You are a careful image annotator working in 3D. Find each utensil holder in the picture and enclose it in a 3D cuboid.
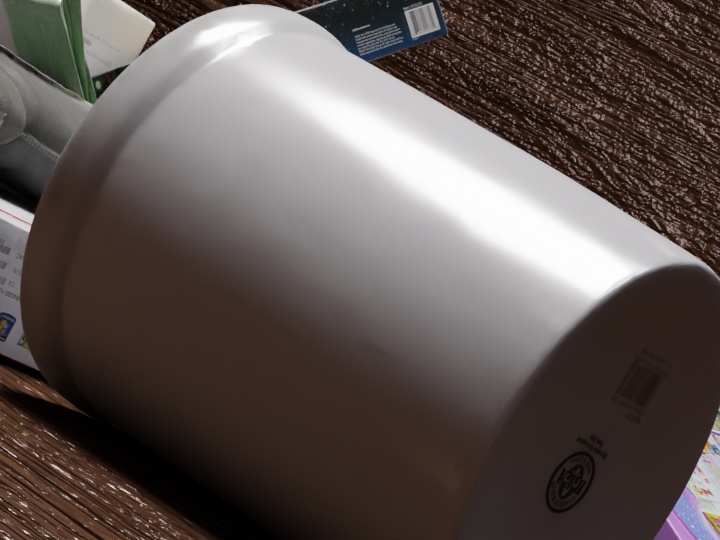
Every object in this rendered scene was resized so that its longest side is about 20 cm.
[{"bbox_3d":[0.006,0.023,0.840,0.199,0.171,0.170,33,2,32],"label":"utensil holder"}]

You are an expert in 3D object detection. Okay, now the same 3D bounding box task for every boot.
[{"bbox_3d":[-0.186,-0.091,1.035,0.182,0.073,0.200,43,10,14],"label":"boot"}]

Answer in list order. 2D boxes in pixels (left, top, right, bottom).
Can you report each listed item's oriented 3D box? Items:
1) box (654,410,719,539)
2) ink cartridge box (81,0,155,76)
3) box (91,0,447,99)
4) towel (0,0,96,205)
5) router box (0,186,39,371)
[{"bbox_3d":[0.152,0.125,0.990,0.136,0.039,0.201,19,31,-48],"label":"box"},{"bbox_3d":[-0.194,-0.115,1.300,0.116,0.201,0.067,29,1,29],"label":"ink cartridge box"},{"bbox_3d":[-0.070,-0.104,1.241,0.199,0.038,0.136,-23,8,-41],"label":"box"},{"bbox_3d":[-0.219,-0.099,1.168,0.199,0.023,0.153,12,-43,18],"label":"towel"},{"bbox_3d":[-0.156,-0.005,0.998,0.179,0.049,0.200,29,0,42],"label":"router box"}]
